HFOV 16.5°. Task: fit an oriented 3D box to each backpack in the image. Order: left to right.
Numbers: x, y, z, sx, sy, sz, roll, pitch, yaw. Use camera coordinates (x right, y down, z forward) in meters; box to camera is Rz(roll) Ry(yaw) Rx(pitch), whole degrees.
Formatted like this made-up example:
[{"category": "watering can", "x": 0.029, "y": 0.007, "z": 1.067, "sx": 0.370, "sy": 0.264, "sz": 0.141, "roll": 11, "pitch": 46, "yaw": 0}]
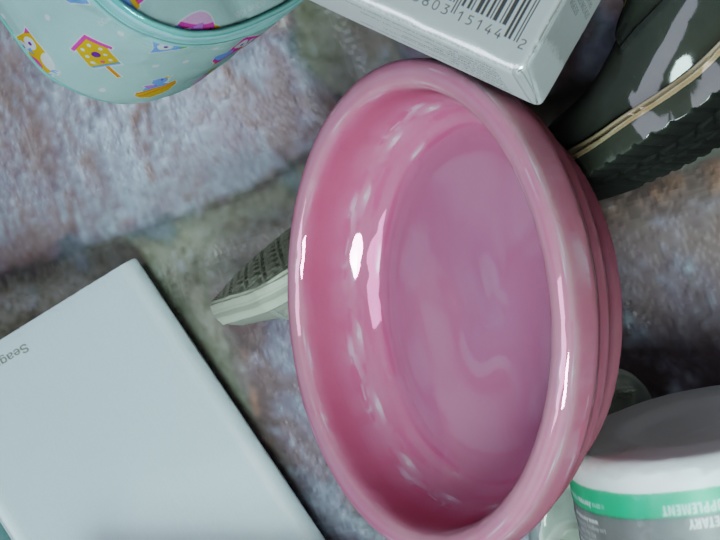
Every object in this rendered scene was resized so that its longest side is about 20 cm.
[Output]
[{"category": "backpack", "x": -0.099, "y": -0.182, "z": 1.093, "sx": 0.153, "sy": 0.176, "sz": 0.200, "roll": -23, "pitch": 99, "yaw": 47}]

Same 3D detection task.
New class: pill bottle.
[{"category": "pill bottle", "x": 0.155, "y": 0.155, "z": 1.016, "sx": 0.113, "sy": 0.113, "sz": 0.200, "roll": -1, "pitch": 106, "yaw": 46}]

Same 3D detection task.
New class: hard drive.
[{"category": "hard drive", "x": -0.116, "y": 0.109, "z": 1.268, "sx": 0.200, "sy": 0.132, "sz": 0.027, "roll": 55, "pitch": 169, "yaw": 14}]

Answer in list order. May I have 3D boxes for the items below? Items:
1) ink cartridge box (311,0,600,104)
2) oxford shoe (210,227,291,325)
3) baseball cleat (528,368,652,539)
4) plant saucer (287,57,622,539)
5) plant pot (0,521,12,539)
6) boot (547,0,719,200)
[{"category": "ink cartridge box", "x": 0.023, "y": -0.183, "z": 0.956, "sx": 0.200, "sy": 0.045, "sz": 0.176, "roll": 27, "pitch": 84, "yaw": 21}, {"category": "oxford shoe", "x": 0.000, "y": 0.000, "z": 1.148, "sx": 0.200, "sy": 0.075, "sz": 0.058, "roll": -20, "pitch": 115, "yaw": 48}, {"category": "baseball cleat", "x": 0.092, "y": 0.140, "z": 1.108, "sx": 0.106, "sy": 0.070, "sz": 0.200, "roll": -171, "pitch": 82, "yaw": -69}, {"category": "plant saucer", "x": 0.041, "y": 0.014, "z": 1.002, "sx": 0.200, "sy": 0.051, "sz": 0.201, "roll": 11, "pitch": 104, "yaw": 56}, {"category": "plant pot", "x": -0.155, "y": 0.198, "z": 1.323, "sx": 0.141, "sy": 0.141, "sz": 0.200, "roll": -44, "pitch": 64, "yaw": 57}, {"category": "boot", "x": 0.121, "y": -0.126, "z": 0.978, "sx": 0.200, "sy": 0.077, "sz": 0.138, "roll": -38, "pitch": 73, "yaw": 34}]
